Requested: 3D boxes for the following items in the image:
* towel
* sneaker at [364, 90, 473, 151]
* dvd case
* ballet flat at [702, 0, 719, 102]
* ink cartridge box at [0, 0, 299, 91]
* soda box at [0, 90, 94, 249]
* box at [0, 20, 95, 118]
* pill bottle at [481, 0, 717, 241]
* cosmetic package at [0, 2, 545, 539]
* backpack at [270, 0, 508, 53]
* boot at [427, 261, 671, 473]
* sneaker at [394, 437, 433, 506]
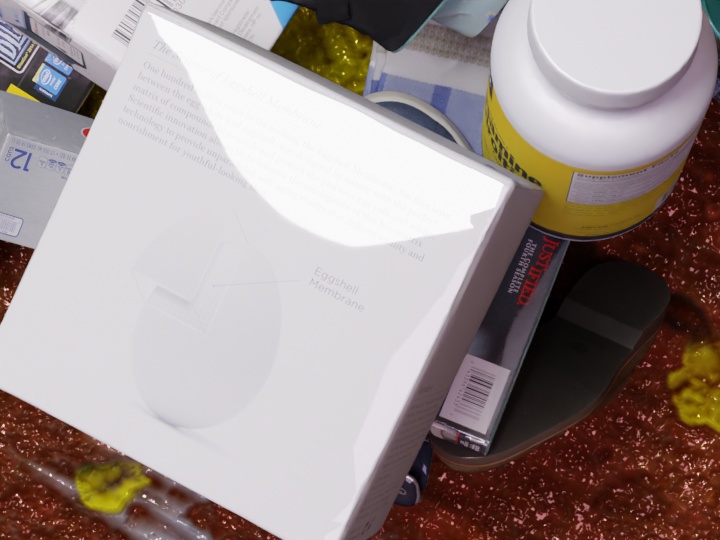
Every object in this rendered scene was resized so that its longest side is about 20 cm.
[{"bbox_3d":[0.086,-0.155,1.247,0.147,0.024,0.200,12,111,-2],"label":"towel"},{"bbox_3d":[0.044,-0.005,1.255,0.075,0.085,0.200,-20,112,18],"label":"sneaker"},{"bbox_3d":[0.000,0.000,1.190,0.200,0.022,0.146,20,65,7],"label":"dvd case"},{"bbox_3d":[0.164,-0.142,1.213,0.074,0.074,0.200,-43,116,16],"label":"ballet flat"},{"bbox_3d":[-0.127,-0.183,1.193,0.200,0.086,0.147,34,80,-6],"label":"ink cartridge box"},{"bbox_3d":[-0.120,-0.035,1.249,0.200,0.068,0.064,16,110,-22],"label":"soda box"},{"bbox_3d":[-0.246,-0.108,1.274,0.160,0.049,0.200,33,108,-9],"label":"box"},{"bbox_3d":[0.119,-0.093,1.112,0.112,0.200,0.112,0,74,1],"label":"pill bottle"},{"bbox_3d":[-0.045,0.003,1.086,0.199,0.123,0.200,27,98,10],"label":"cosmetic package"},{"bbox_3d":[0.034,-0.229,1.111,0.153,0.200,0.176,13,138,-31],"label":"backpack"},{"bbox_3d":[0.107,0.072,1.240,0.074,0.200,0.076,31,132,25],"label":"boot"},{"bbox_3d":[-0.034,0.073,1.245,0.146,0.077,0.202,4,155,25],"label":"sneaker"}]
